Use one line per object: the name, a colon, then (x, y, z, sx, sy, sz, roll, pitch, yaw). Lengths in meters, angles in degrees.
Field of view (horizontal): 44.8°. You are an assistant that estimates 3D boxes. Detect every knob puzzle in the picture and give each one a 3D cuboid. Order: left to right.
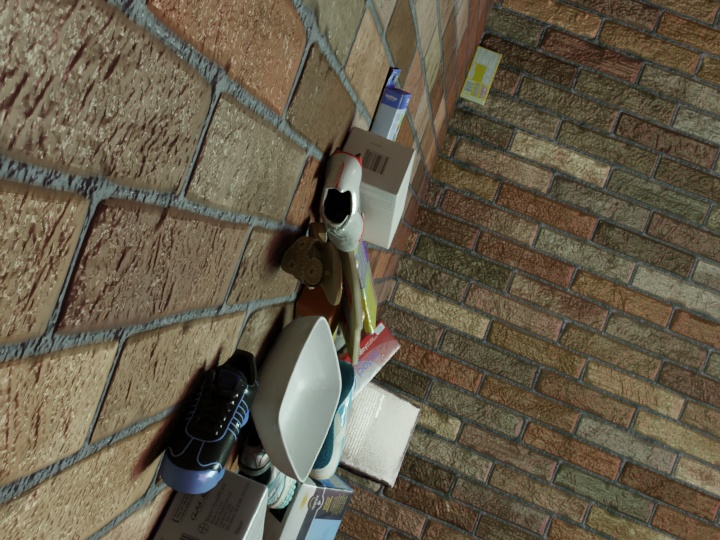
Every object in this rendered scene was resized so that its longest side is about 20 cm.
knob puzzle: (-0.016, 0.018, 1.414, 0.219, 0.030, 0.225, 172, -90, -78)

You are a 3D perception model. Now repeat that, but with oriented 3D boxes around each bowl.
bowl: (-0.101, 0.185, 1.305, 0.202, 0.073, 0.202, 79, 28, -45)

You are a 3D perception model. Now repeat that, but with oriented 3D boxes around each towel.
towel: (0.000, 0.000, 1.534, 0.144, 0.022, 0.204, -79, 158, -68)

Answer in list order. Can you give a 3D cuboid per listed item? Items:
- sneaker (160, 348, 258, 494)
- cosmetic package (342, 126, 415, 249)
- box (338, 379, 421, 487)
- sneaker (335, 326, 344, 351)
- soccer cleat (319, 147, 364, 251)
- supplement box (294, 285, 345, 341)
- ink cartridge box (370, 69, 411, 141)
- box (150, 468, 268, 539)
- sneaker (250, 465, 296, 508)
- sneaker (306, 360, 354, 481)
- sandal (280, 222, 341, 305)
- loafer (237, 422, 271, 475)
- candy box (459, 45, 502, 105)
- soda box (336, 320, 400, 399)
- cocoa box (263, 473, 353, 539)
sneaker: (-0.156, 0.152, 0.922, 0.200, 0.069, 0.080, -70, 175, -70)
cosmetic package: (0.017, -0.123, 1.356, 0.201, 0.106, 0.086, 99, 13, -70)
box: (-0.024, 0.290, 1.673, 0.165, 0.198, 0.167, -1, -117, 57)
sneaker: (-0.042, 0.067, 1.638, 0.088, 0.080, 0.205, -43, 145, -74)
soccer cleat: (-0.030, -0.083, 1.245, 0.202, 0.067, 0.086, 95, 11, -53)
supplement box: (-0.073, 0.092, 1.458, 0.201, 0.068, 0.067, 105, 11, -59)
ink cartridge box: (0.044, -0.247, 1.520, 0.119, 0.041, 0.204, -48, 157, -75)
box: (-0.195, 0.362, 1.057, 0.202, 0.103, 0.186, 102, 10, -51)
sneaker: (-0.141, 0.289, 1.449, 0.086, 0.076, 0.205, 21, 72, -46)
sneaker: (-0.055, 0.242, 1.432, 0.081, 0.075, 0.203, 82, 21, -56)
sandal: (-0.072, -0.010, 1.151, 0.212, 0.068, 0.079, -114, -155, -67)
loafer: (-0.132, 0.231, 1.388, 0.064, 0.070, 0.201, 97, 15, -44)
candy box: (0.461, -0.746, 3.346, 0.026, 0.100, 0.204, -61, 171, -83)
soda box: (-0.022, 0.178, 1.538, 0.200, 0.064, 0.070, -45, -165, -26)
cocoa box: (-0.126, 0.440, 1.542, 0.130, 0.133, 0.204, 19, 96, -42)
